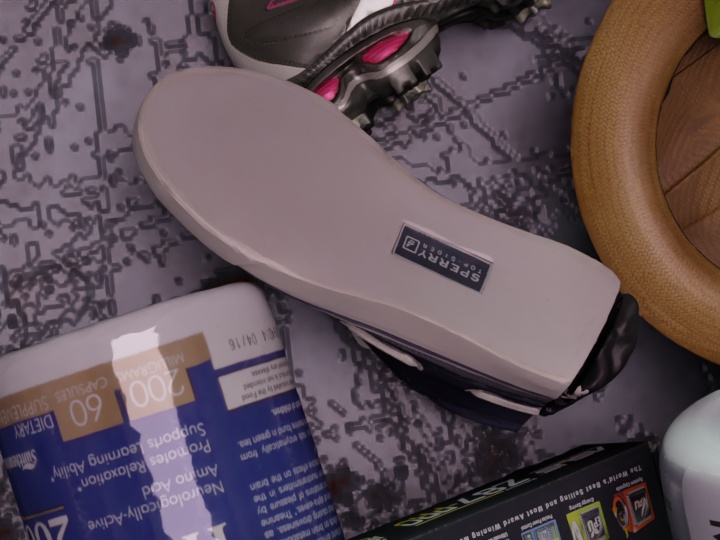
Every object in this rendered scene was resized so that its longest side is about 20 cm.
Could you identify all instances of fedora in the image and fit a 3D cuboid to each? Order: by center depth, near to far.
[{"bbox_3d":[0.168,-0.048,0.965,0.201,0.082,0.201,2,82,-13],"label":"fedora"}]

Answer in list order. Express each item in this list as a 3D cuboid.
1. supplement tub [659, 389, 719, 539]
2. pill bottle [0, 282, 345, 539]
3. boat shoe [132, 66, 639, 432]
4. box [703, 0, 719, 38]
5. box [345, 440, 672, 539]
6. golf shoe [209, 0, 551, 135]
[{"bbox_3d":[0.179,0.139,0.854,0.123,0.123,0.200,-15,105,-10],"label":"supplement tub"},{"bbox_3d":[-0.059,0.113,0.900,0.111,0.111,0.200,-18,88,-10],"label":"pill bottle"},{"bbox_3d":[0.000,0.000,0.926,0.200,0.093,0.075,30,67,-1],"label":"boat shoe"},{"bbox_3d":[0.153,-0.194,0.876,0.048,0.122,0.200,-4,82,-12],"label":"box"},{"bbox_3d":[0.041,0.163,0.863,0.200,0.049,0.161,-16,94,-37],"label":"box"},{"bbox_3d":[0.036,-0.129,0.955,0.200,0.077,0.088,-34,84,-10],"label":"golf shoe"}]
